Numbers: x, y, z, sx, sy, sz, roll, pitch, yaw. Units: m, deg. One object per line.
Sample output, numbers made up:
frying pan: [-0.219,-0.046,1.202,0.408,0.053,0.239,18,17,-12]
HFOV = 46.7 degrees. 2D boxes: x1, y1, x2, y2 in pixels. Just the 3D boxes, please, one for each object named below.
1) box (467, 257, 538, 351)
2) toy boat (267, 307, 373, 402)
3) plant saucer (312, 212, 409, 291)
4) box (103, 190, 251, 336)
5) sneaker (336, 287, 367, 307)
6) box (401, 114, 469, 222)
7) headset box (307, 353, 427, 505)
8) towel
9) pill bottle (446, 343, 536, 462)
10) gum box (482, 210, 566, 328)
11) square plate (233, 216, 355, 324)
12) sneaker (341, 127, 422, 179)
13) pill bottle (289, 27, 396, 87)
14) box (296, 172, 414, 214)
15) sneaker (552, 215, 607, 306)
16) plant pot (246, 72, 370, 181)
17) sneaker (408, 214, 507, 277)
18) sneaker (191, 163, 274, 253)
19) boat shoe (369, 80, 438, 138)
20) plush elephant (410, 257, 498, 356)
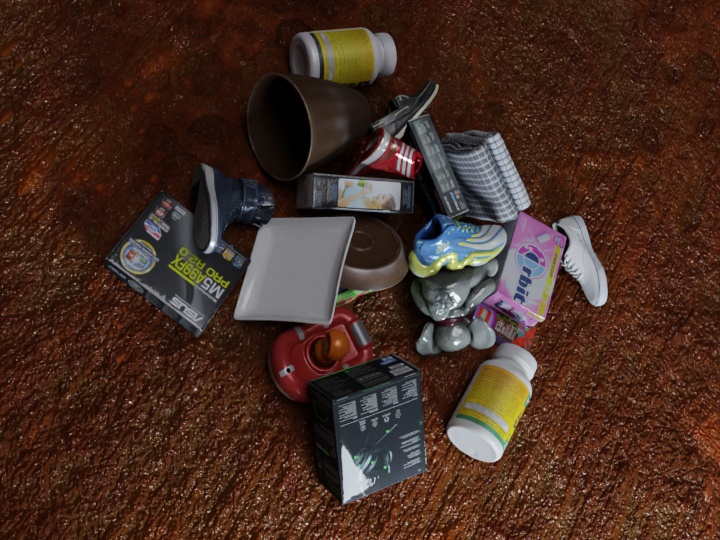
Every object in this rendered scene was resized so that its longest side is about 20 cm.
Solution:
box: [0.302,0.052,1.665,0.135,0.039,0.203,31,63,-10]
toy boat: [-0.059,0.138,1.424,0.197,0.131,0.132,-25,82,-29]
plant saucer: [-0.003,-0.044,1.514,0.195,0.035,0.203,9,41,-7]
box: [-0.308,-0.012,1.417,0.199,0.044,0.161,38,61,-7]
sneaker: [0.000,0.000,1.531,0.197,0.077,0.085,-25,83,-31]
box: [0.138,-0.176,1.603,0.045,0.159,0.204,-21,81,-8]
headset box: [0.015,0.268,1.392,0.171,0.092,0.205,-15,109,-27]
towel: [0.221,-0.182,1.607,0.085,0.199,0.167,-38,112,-15]
pill bottle: [0.248,0.238,1.535,0.112,0.113,0.201,38,61,-7]
gum box: [0.319,0.002,1.629,0.112,0.066,0.203,27,63,-10]
square plate: [-0.111,0.001,1.449,0.028,0.194,0.204,49,48,-53]
sneaker: [0.043,-0.191,1.549,0.114,0.199,0.080,26,78,-16]
pill bottle: [-0.032,-0.416,1.640,0.196,0.112,0.115,-13,77,-26]
box: [-0.011,-0.140,1.541,0.195,0.116,0.062,3,92,-19]
sneaker: [0.454,-0.017,1.746,0.069,0.073,0.204,-9,67,-16]
plant pot: [-0.079,-0.278,1.549,0.198,0.186,0.190,-18,79,-41]
sneaker: [0.179,-0.058,1.501,0.196,0.106,0.076,-22,48,-14]
sneaker: [-0.214,-0.094,1.435,0.144,0.077,0.205,19,38,-27]
boat shoe: [0.091,-0.329,1.687,0.068,0.072,0.200,45,63,-7]
plush elephant: [0.172,0.077,1.547,0.161,0.158,0.201,0,27,16]
